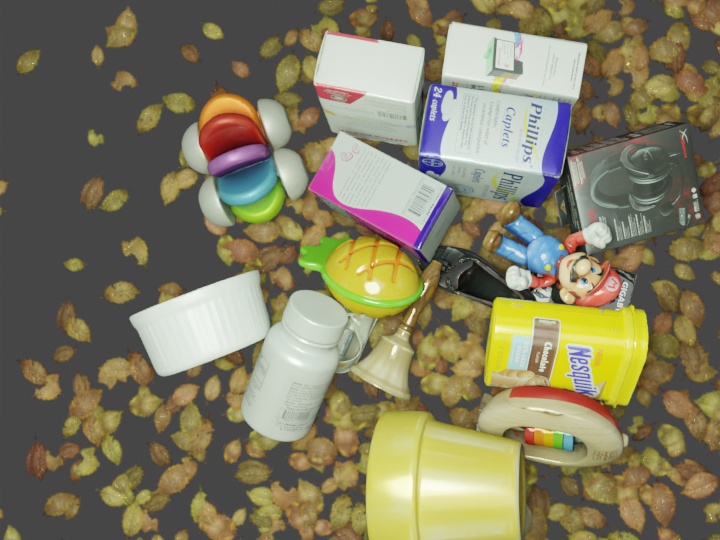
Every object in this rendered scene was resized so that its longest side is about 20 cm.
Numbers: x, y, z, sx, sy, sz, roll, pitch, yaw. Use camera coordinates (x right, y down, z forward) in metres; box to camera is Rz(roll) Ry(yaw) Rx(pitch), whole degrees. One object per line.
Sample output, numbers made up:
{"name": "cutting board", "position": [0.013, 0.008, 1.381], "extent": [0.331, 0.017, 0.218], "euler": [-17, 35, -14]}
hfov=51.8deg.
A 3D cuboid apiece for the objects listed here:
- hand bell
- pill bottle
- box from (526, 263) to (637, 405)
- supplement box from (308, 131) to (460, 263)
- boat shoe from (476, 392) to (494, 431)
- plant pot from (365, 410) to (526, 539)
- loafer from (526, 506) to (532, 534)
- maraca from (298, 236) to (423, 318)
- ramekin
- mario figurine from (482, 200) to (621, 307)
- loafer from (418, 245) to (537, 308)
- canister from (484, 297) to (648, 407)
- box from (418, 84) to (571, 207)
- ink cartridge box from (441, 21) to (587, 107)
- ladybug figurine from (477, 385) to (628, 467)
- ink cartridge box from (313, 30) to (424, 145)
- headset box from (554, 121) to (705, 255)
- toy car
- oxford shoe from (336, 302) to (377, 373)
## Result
{"name": "hand bell", "position": [0.070, 0.078, 1.103], "extent": [0.103, 0.104, 0.202], "euler": [25, 89, 7]}
{"name": "pill bottle", "position": [-0.093, 0.136, 1.075], "extent": [0.113, 0.114, 0.202], "euler": [26, 115, 7]}
{"name": "box", "position": [0.310, 0.082, 1.114], "extent": [0.157, 0.049, 0.203], "euler": [16, 87, 8]}
{"name": "supplement box", "position": [0.037, -0.109, 1.111], "extent": [0.198, 0.103, 0.102], "euler": [31, 88, 18]}
{"name": "boat shoe", "position": [0.272, 0.217, 1.092], "extent": [0.196, 0.072, 0.074], "euler": [4, 83, 5]}
{"name": "plant pot", "position": [0.121, 0.291, 0.980], "extent": [0.186, 0.200, 0.205], "euler": [-1, 84, 17]}
{"name": "loafer", "position": [0.158, 0.348, 1.091], "extent": [0.197, 0.068, 0.077], "euler": [10, 85, 6]}
{"name": "maraca", "position": [0.000, 0.000, 1.080], "extent": [0.198, 0.136, 0.108], "euler": [28, 123, 31]}
{"name": "ramekin", "position": [-0.228, 0.080, 1.091], "extent": [0.198, 0.200, 0.099], "euler": [-20, 90, 3]}
{"name": "mario figurine", "position": [0.276, -0.022, 1.045], "extent": [0.198, 0.106, 0.125], "euler": [32, 119, 17]}
{"name": "loafer", "position": [0.169, 0.012, 1.101], "extent": [0.198, 0.063, 0.073], "euler": [28, 92, 24]}
{"name": "canister", "position": [0.276, 0.110, 1.022], "extent": [0.196, 0.150, 0.087], "euler": [6, 46, 8]}
{"name": "box", "position": [0.188, -0.175, 1.080], "extent": [0.196, 0.184, 0.107], "euler": [9, 83, 6]}
{"name": "ink cartridge box", "position": [0.220, -0.289, 1.107], "extent": [0.197, 0.145, 0.085], "euler": [11, 85, 6]}
{"name": "ladybug figurine", "position": [0.261, 0.207, 1.007], "extent": [0.197, 0.137, 0.073], "euler": [8, 50, 18]}
{"name": "ink cartridge box", "position": [0.020, -0.262, 1.095], "extent": [0.145, 0.200, 0.087], "euler": [11, 85, 6]}
{"name": "headset box", "position": [0.385, -0.119, 1.092], "extent": [0.197, 0.077, 0.151], "euler": [-15, 102, 2]}
{"name": "toy car", "position": [-0.183, -0.173, 1.130], "extent": [0.173, 0.150, 0.203], "euler": [-19, 83, 3]}
{"name": "oxford shoe", "position": [-0.006, 0.060, 1.140], "extent": [0.074, 0.058, 0.203], "euler": [18, 84, 11]}
